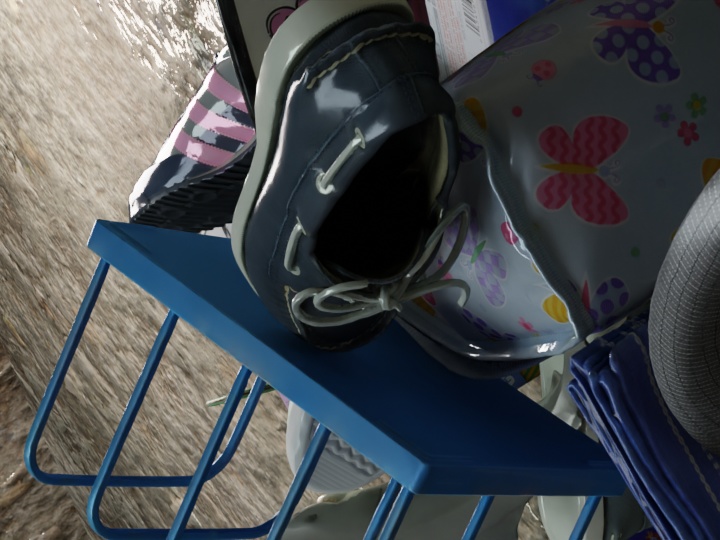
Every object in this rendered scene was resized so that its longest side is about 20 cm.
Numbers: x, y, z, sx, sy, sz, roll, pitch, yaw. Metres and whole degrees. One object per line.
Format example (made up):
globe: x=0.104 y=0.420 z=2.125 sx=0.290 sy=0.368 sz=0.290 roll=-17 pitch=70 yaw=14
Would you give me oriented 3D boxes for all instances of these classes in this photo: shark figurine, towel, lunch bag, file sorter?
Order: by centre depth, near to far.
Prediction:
towel: x=0.168 y=0.060 z=0.809 sx=0.024 sy=0.200 sz=0.145 roll=-34 pitch=85 yaw=44
lunch bag: x=0.091 y=-0.044 z=0.874 sx=0.127 sy=0.169 sz=0.200 roll=60 pitch=161 yaw=-6
file sorter: x=-0.022 y=0.081 z=0.894 sx=0.200 sy=0.123 sz=0.139 roll=35 pitch=-164 yaw=37
shark figurine: x=0.070 y=0.106 z=1.072 sx=0.128 sy=0.214 sz=0.090 roll=23 pitch=-142 yaw=-35

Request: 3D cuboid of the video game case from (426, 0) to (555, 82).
video game case: x=0.046 y=-0.122 z=1.050 sx=0.181 sy=0.045 sz=0.201 roll=47 pitch=156 yaw=53

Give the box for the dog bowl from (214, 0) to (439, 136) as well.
dog bowl: x=-0.021 y=-0.146 z=0.841 sx=0.200 sy=0.073 sz=0.201 roll=-12 pitch=-90 yaw=-87

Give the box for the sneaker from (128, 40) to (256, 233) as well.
sneaker: x=-0.061 y=-0.087 z=1.163 sx=0.200 sy=0.070 sz=0.082 roll=-34 pitch=61 yaw=41

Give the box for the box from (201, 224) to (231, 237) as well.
box: x=-0.027 y=-0.049 z=1.311 sx=0.060 sy=0.116 sz=0.200 roll=57 pitch=164 yaw=9

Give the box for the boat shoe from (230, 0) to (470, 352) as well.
boat shoe: x=0.002 y=-0.019 z=0.762 sx=0.062 sy=0.075 sz=0.200 roll=60 pitch=157 yaw=26

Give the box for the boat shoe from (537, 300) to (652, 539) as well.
boat shoe: x=0.130 y=0.049 z=1.098 sx=0.073 sy=0.062 sz=0.201 roll=-138 pitch=45 yaw=-57

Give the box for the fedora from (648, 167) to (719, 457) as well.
fedora: x=0.178 y=-0.023 z=0.720 sx=0.200 sy=0.176 sz=0.091 roll=88 pitch=177 yaw=-52

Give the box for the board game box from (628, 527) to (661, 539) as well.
board game box: x=0.180 y=0.248 z=1.185 sx=0.135 sy=0.045 sz=0.200 roll=83 pitch=177 yaw=-50

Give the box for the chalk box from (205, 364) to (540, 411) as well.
chalk box: x=0.012 y=0.033 z=1.182 sx=0.124 sy=0.200 sz=0.125 roll=60 pitch=165 yaw=-3

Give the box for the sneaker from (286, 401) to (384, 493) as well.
sneaker: x=0.000 y=0.000 z=1.047 sx=0.118 sy=0.074 sz=0.201 roll=41 pitch=116 yaw=58
